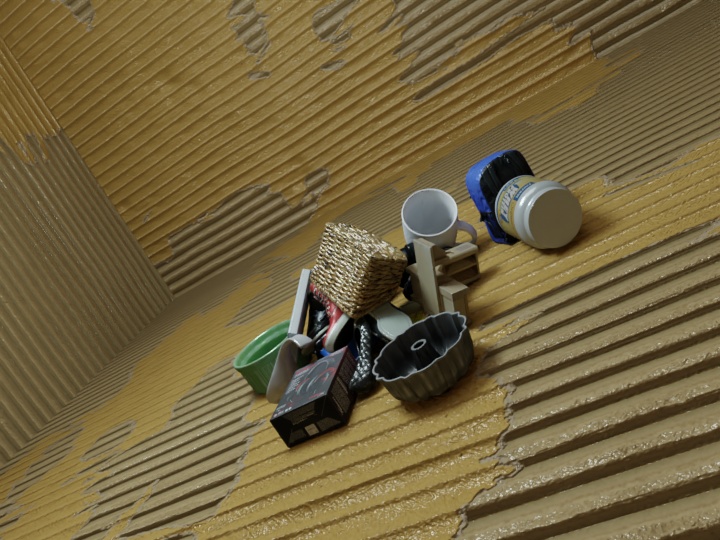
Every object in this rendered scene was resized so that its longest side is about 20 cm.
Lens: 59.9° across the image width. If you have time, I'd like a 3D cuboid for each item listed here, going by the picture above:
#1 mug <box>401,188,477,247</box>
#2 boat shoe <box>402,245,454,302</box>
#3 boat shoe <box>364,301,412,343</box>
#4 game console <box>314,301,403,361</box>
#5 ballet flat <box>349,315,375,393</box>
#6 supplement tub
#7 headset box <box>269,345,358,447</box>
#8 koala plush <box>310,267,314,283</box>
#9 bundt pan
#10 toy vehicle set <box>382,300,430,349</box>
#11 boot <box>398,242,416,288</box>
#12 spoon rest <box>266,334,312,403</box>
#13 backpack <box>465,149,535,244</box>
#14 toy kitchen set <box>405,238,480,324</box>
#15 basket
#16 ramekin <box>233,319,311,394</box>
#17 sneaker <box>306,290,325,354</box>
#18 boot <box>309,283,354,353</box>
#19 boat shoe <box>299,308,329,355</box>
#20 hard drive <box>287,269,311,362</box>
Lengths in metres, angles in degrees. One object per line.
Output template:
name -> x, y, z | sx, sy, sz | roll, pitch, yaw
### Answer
mug -> 0.210, -0.099, 1.649 | 0.194, 0.177, 0.151 | 8, 61, 14
boat shoe -> 0.184, -0.010, 1.515 | 0.200, 0.074, 0.093 | -46, -13, -31
boat shoe -> 0.060, 0.119, 1.342 | 0.074, 0.062, 0.200 | -15, 27, -14
game console -> -0.002, 0.159, 1.481 | 0.199, 0.118, 0.172 | -42, -19, -16
ballet flat -> -0.001, 0.167, 1.309 | 0.055, 0.068, 0.202 | -2, 40, -3
supplement tub -> 0.394, -0.131, 1.392 | 0.143, 0.147, 0.200 | -31, 14, 1
headset box -> -0.084, 0.252, 1.292 | 0.146, 0.076, 0.201 | -28, 15, 23
koala plush -> -0.005, 0.032, 1.655 | 0.197, 0.181, 0.183 | -24, 0, -23
bundt pan -> 0.122, 0.165, 1.140 | 0.199, 0.077, 0.202 | -29, 15, 8
toy vehicle set -> 0.126, 0.115, 1.394 | 0.122, 0.027, 0.201 | -25, 16, 26
boot -> 0.059, 0.013, 1.573 | 0.165, 0.078, 0.201 | -22, -20, -11
spoon rest -> -0.163, 0.222, 1.415 | 0.098, 0.060, 0.203 | -19, -41, -47
backpack -> 0.350, -0.189, 1.563 | 0.161, 0.203, 0.167 | -35, 15, -11
toy kitchen set -> 0.210, -0.011, 1.338 | 0.177, 0.167, 0.199 | -20, 23, -18
basket -> 0.000, 0.000, 1.411 | 0.140, 0.152, 0.199 | 3, 23, -42
ramekin -> -0.222, 0.226, 1.618 | 0.197, 0.099, 0.201 | -30, 15, 9
sneaker -> -0.102, 0.131, 1.577 | 0.072, 0.203, 0.082 | 8, 44, 11
boot -> -0.072, 0.093, 1.426 | 0.141, 0.074, 0.202 | 15, 49, 19
boat shoe -> -0.083, 0.114, 1.500 | 0.199, 0.066, 0.075 | -46, -17, -8
hard drive -> -0.148, 0.116, 1.508 | 0.026, 0.134, 0.203 | 8, 45, -1
